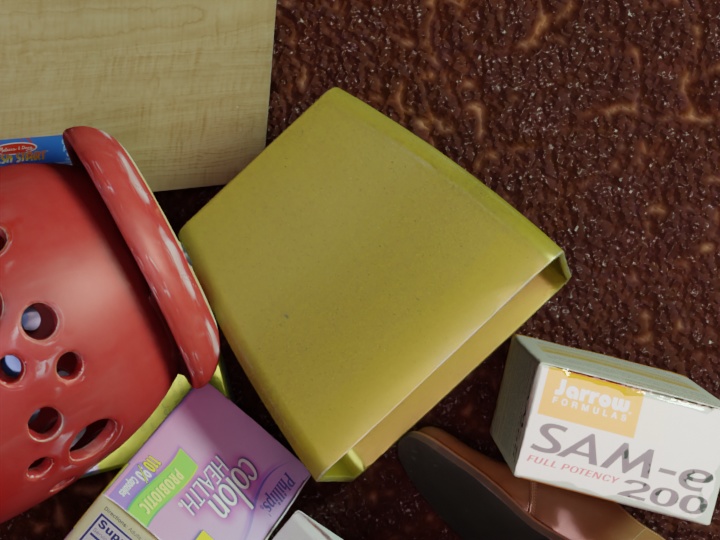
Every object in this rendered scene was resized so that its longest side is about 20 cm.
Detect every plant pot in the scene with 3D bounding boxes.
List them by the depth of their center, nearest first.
[{"bbox_3d":[-0.192,0.028,1.512,0.182,0.200,0.201,-27,93,-8],"label":"plant pot"},{"bbox_3d":[0.000,0.000,1.568,0.200,0.200,0.177,-42,82,2],"label":"plant pot"}]

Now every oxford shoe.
[{"bbox_3d":[0.116,0.156,1.644,0.199,0.071,0.071,33,58,3],"label":"oxford shoe"}]

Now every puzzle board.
[{"bbox_3d":[-0.151,-0.118,1.574,0.199,0.017,0.152,-7,121,-22],"label":"puzzle board"}]

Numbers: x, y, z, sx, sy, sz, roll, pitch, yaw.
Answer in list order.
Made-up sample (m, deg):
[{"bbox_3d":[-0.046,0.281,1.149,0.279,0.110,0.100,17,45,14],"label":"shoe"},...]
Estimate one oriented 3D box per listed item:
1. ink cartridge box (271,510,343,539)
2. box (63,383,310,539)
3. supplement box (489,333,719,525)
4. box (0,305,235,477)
[{"bbox_3d":[-0.010,0.255,1.531,0.145,0.083,0.200,-50,134,1],"label":"ink cartridge box"},{"bbox_3d":[-0.146,0.195,1.543,0.097,0.176,0.200,41,116,-1],"label":"box"},{"bbox_3d":[0.154,0.097,1.564,0.125,0.200,0.074,14,93,-1],"label":"supplement box"},{"bbox_3d":[-0.188,0.074,1.632,0.199,0.048,0.123,-14,93,0],"label":"box"}]
